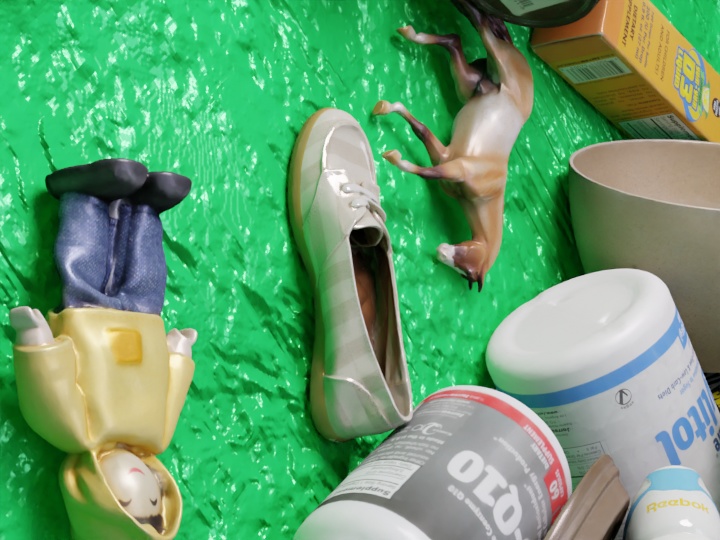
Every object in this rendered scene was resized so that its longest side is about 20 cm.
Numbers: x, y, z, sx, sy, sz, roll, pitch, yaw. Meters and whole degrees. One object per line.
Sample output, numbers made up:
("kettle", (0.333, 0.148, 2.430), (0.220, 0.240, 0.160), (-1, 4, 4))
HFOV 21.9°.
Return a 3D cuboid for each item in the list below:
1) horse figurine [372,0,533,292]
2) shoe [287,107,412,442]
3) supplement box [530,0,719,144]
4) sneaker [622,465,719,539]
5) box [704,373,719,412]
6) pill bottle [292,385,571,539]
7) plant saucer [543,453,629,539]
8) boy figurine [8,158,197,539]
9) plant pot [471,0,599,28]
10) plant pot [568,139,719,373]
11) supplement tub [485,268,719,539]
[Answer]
("horse figurine", (0.069, -0.104, 1.223), (0.132, 0.050, 0.201), (34, 59, -36))
("shoe", (0.000, 0.000, 1.106), (0.070, 0.053, 0.201), (5, 78, -51))
("supplement box", (0.209, -0.150, 1.399), (0.200, 0.069, 0.067), (35, 58, -45))
("sneaker", (0.200, 0.210, 1.174), (0.081, 0.076, 0.201), (-86, 176, -47))
("box", (0.289, 0.145, 1.358), (0.200, 0.049, 0.160), (-111, 176, -73))
("pill bottle", (0.030, 0.160, 1.059), (0.200, 0.113, 0.114), (-41, 114, -48))
("plant saucer", (0.111, 0.204, 1.121), (0.200, 0.029, 0.200), (-57, 166, -22))
("boy figurine", (-0.126, 0.047, 0.928), (0.124, 0.064, 0.201), (20, 63, -51))
("plant pot", (0.128, -0.266, 1.225), (0.187, 0.186, 0.201), (40, 54, -39))
("plant pot", (0.243, -0.005, 1.327), (0.200, 0.200, 0.135), (-20, 118, -52))
("supplement tub", (0.177, 0.113, 1.244), (0.132, 0.131, 0.201), (-47, 118, -46))
